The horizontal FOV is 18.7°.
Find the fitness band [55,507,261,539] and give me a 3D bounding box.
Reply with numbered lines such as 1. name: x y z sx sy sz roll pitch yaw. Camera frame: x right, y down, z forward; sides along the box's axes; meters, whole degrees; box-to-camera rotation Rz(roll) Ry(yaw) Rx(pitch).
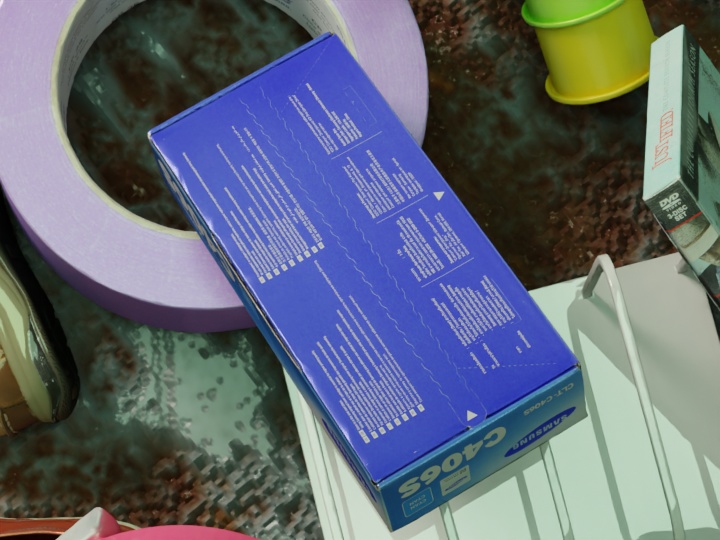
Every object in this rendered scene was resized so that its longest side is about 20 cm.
1. fitness band: -0.094 0.179 0.927 0.143 0.038 0.200 40 119 -16

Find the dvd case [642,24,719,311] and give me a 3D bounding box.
1. dvd case: 0.181 0.007 0.914 0.022 0.146 0.200 -31 110 24

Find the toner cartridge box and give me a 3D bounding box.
1. toner cartridge box: 0.000 0.000 0.891 0.095 0.043 0.201 -29 58 -8

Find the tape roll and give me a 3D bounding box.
1. tape roll: -0.070 -0.075 0.994 0.198 0.066 0.202 1 78 -4

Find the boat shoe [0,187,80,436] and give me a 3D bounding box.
1. boat shoe: -0.197 -0.015 0.995 0.073 0.076 0.201 -24 81 1

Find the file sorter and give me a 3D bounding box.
1. file sorter: 0.073 0.074 0.950 0.198 0.125 0.140 -15 81 0

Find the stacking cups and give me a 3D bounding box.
1. stacking cups: 0.083 -0.175 0.966 0.060 0.061 0.201 -21 117 -2

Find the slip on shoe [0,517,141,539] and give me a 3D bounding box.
1. slip on shoe: -0.186 0.143 0.976 0.198 0.061 0.075 -4 84 6
